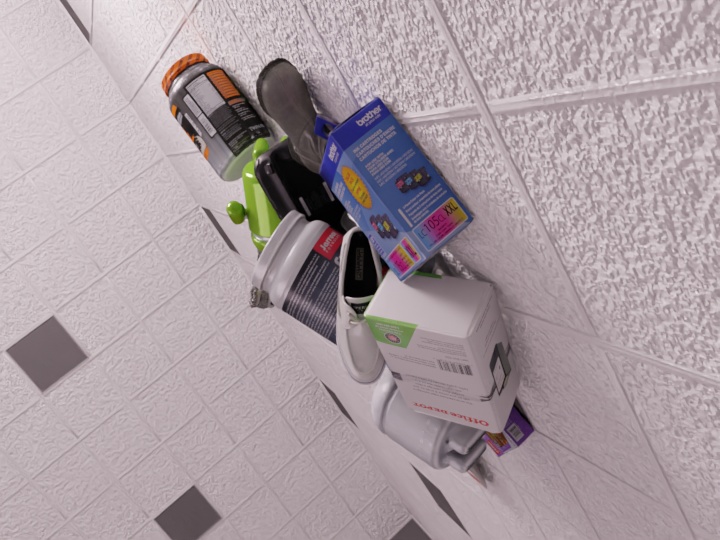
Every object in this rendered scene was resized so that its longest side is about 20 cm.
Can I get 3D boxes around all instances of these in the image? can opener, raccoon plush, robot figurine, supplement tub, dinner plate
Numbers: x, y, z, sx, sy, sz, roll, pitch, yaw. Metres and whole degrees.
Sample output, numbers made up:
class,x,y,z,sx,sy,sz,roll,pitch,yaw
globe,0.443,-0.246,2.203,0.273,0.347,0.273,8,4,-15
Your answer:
class,x,y,z,sx,sy,sz,roll,pitch,yaw
can opener,0.043,-0.035,0.911,0.052,0.068,0.200,12,-159,-40
raccoon plush,-0.193,-0.021,1.264,0.201,0.133,0.097,49,168,18
robot figurine,-0.131,-0.111,1.085,0.116,0.171,0.205,-104,9,-62
supplement tub,-0.044,0.019,0.956,0.197,0.142,0.141,32,165,1
robot figurine,0.095,0.217,0.996,0.198,0.112,0.173,26,132,36
dinner plate,0.201,0.392,1.427,0.199,0.024,0.200,42,170,9
supplement tub,-0.251,-0.268,1.153,0.201,0.122,0.123,52,167,6

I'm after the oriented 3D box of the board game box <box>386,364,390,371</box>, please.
class,x,y,z,sx,sy,sz,roll,pitch,yaw
board game box,0.124,0.246,1.327,0.152,0.045,0.202,36,159,52

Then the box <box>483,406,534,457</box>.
class,x,y,z,sx,sy,sz,roll,pitch,yaw
box,0.175,0.193,1.035,0.201,0.039,0.137,50,165,16

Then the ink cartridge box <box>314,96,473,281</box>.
class,x,y,z,sx,sy,sz,roll,pitch,yaw
ink cartridge box,0.024,-0.099,0.752,0.202,0.076,0.137,54,167,4

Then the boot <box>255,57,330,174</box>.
class,x,y,z,sx,sy,sz,roll,pitch,yaw
boot,-0.052,-0.177,0.860,0.130,0.068,0.201,40,169,29

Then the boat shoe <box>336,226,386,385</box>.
class,x,y,z,sx,sy,sz,roll,pitch,yaw
boat shoe,0.003,0.044,0.849,0.066,0.070,0.206,60,-147,-84

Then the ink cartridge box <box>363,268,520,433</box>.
class,x,y,z,sx,sy,sz,roll,pitch,yaw
ink cartridge box,0.108,0.103,0.836,0.143,0.085,0.202,9,141,33

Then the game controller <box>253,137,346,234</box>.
class,x,y,z,sx,sy,sz,roll,pitch,yaw
game controller,-0.080,-0.106,1.015,0.042,0.103,0.202,38,160,55
